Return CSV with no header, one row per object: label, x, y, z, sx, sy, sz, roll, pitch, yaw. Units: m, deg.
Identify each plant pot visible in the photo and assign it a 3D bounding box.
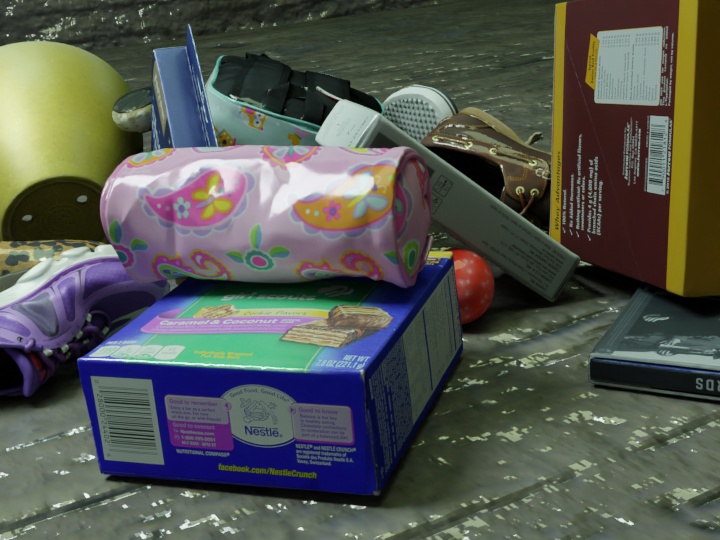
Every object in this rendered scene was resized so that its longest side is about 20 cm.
plant pot,-0.279,-0.081,0.975,0.198,0.201,0.142,-11,43,-19

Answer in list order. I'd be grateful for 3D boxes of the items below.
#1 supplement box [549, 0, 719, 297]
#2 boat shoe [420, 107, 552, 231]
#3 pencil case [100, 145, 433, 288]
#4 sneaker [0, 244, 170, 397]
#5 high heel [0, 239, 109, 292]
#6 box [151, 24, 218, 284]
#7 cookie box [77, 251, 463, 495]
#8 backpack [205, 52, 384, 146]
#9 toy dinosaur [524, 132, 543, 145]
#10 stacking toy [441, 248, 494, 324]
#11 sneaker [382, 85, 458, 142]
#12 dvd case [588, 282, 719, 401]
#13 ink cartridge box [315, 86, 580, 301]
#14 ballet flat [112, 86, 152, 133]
supplement box,0.239,-0.097,0.784,0.132,0.199,0.200,-3,10,-15
boat shoe,0.140,-0.073,0.946,0.199,0.071,0.070,31,46,28
pencil case,-0.057,-0.032,0.661,0.198,0.088,0.087,0,19,19
sneaker,-0.215,0.050,0.739,0.199,0.081,0.083,-23,41,-27
high heel,-0.302,-0.006,0.878,0.199,0.072,0.143,21,33,19
box,-0.140,-0.086,0.853,0.032,0.122,0.200,-8,-24,-16
cookie box,-0.042,0.050,0.658,0.170,0.076,0.200,1,18,18
backpack,-0.068,-0.105,0.967,0.174,0.154,0.200,18,11,-9
toy dinosaur,0.162,-0.086,1.078,0.101,0.059,0.200,-25,31,-9
stacking toy,0.000,0.000,0.798,0.198,0.086,0.085,6,21,18
sneaker,0.060,-0.146,1.103,0.079,0.079,0.200,-32,3,-24
dvd case,0.260,0.044,0.681,0.199,0.025,0.150,6,21,28
ink cartridge box,0.053,-0.063,0.843,0.199,0.044,0.174,33,3,-23
ballet flat,-0.175,-0.141,0.991,0.066,0.057,0.200,-7,10,7
